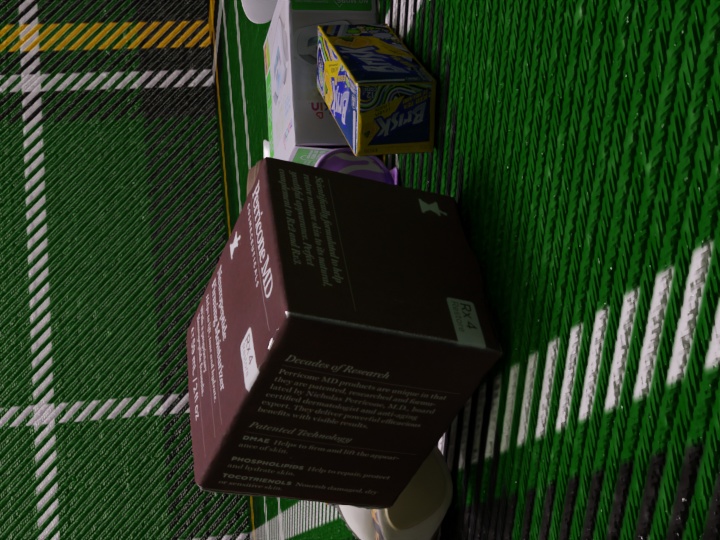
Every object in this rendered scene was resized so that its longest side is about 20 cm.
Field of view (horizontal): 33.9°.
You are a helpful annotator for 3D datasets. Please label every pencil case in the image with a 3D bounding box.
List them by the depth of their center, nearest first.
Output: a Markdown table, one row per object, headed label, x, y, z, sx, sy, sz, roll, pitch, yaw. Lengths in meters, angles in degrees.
| label | x | y | z | sx | sy | sz | roll | pitch | yaw |
| --- | --- | --- | --- | --- | --- | --- | --- | --- | --- |
| pencil case | -0.021 | -0.060 | 1.200 | 0.200 | 0.085 | 0.084 | 129 | 143 | -76 |

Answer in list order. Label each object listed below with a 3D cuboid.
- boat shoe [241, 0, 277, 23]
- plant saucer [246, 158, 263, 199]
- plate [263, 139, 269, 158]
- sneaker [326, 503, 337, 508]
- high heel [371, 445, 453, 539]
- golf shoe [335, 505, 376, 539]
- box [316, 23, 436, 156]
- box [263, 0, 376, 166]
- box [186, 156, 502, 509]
| label | x | y | z | sx | sy | sz | roll | pitch | yaw |
| --- | --- | --- | --- | --- | --- | --- | --- | --- | --- |
| boat shoe | -0.146 | -0.473 | 1.789 | 0.064 | 0.071 | 0.200 | -158 | 73 | -77 |
| plant saucer | -0.173 | -0.093 | 2.044 | 0.200 | 0.029 | 0.200 | -3 | -90 | -90 |
| plate | -0.129 | -0.109 | 1.897 | 0.200 | 0.032 | 0.200 | -144 | 51 | -78 |
| sneaker | -0.004 | 0.150 | 1.201 | 0.078 | 0.077 | 0.200 | 116 | 151 | -73 |
| high heel | 0.033 | 0.208 | 1.033 | 0.143 | 0.071 | 0.200 | 175 | 85 | -76 |
| golf shoe | 0.019 | 0.180 | 1.102 | 0.088 | 0.077 | 0.200 | -135 | 41 | -63 |
| box | 0.010 | -0.164 | 1.040 | 0.200 | 0.070 | 0.064 | -115 | 23 | -63 |
| box | -0.040 | -0.187 | 1.239 | 0.200 | 0.097 | 0.177 | 141 | 127 | -76 |
| box | -0.023 | 0.053 | 0.895 | 0.166 | 0.164 | 0.200 | -102 | 31 | -45 |
